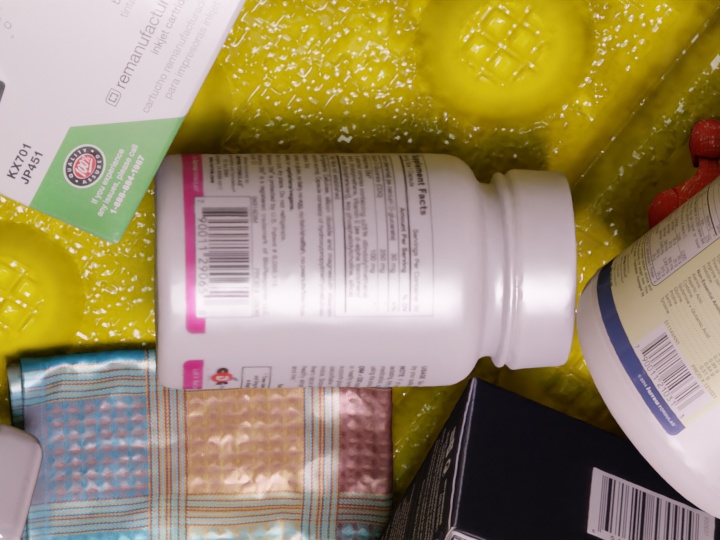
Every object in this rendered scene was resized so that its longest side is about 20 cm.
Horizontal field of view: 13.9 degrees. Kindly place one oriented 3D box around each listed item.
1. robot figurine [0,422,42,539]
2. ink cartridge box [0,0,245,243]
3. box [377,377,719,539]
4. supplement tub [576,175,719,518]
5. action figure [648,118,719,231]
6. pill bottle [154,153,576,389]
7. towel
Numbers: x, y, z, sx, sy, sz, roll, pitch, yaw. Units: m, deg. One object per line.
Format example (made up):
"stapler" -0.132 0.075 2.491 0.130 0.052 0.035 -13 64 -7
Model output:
"robot figurine" -0.260 0.086 1.446 0.199 0.113 0.170 22 142 -16
"ink cartridge box" -0.171 -0.124 1.362 0.199 0.083 0.147 23 112 -15
"box" 0.100 0.190 1.482 0.199 0.124 0.197 23 127 -8
"supplement tub" 0.215 0.009 1.367 0.200 0.145 0.145 -39 114 22
"action figure" 0.162 0.019 1.486 0.065 0.052 0.201 3 114 -12
"pill bottle" 0.000 0.000 1.425 0.199 0.114 0.114 0 117 -5
"towel" -0.081 0.104 1.523 0.199 0.022 0.148 -3 118 -4
